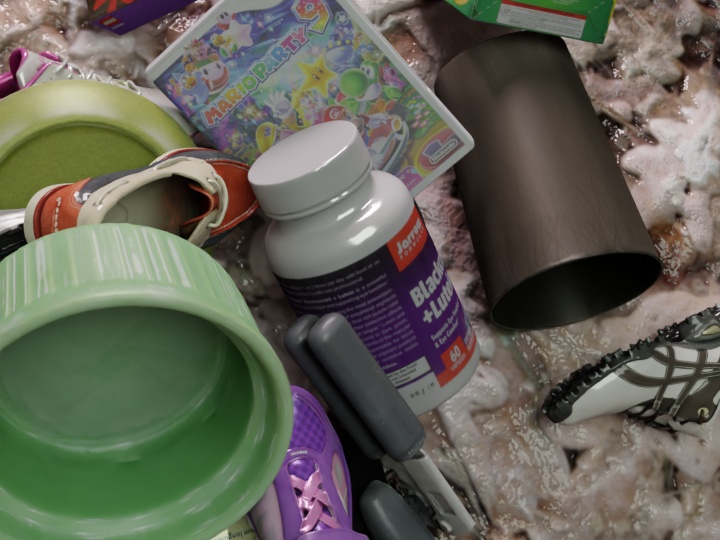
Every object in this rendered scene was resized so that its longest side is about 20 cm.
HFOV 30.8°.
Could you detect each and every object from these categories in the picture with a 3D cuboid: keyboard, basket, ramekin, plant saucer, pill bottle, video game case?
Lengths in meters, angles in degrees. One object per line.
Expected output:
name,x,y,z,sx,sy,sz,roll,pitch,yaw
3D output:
keyboard,0.009,0.212,0.936,0.104,0.040,0.200,4,66,-59
basket,0.138,-0.073,1.023,0.136,0.180,0.200,-21,70,14
ramekin,-0.145,0.070,0.764,0.200,0.200,0.098,2,33,-20
plant saucer,-0.192,-0.030,0.903,0.200,0.031,0.201,-4,103,-20
pill bottle,0.000,0.000,0.925,0.111,0.111,0.200,-40,119,-25
video game case,-0.034,-0.117,0.942,0.143,0.018,0.200,-39,110,14

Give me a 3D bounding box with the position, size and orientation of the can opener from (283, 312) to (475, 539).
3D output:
can opener,0.009,0.121,0.889,0.067,0.053,0.200,-50,117,-31

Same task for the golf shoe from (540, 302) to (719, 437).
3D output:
golf shoe,0.241,0.097,1.047,0.200,0.078,0.095,-20,83,-23

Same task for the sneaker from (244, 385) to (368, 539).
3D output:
sneaker,-0.030,0.166,0.816,0.080,0.088,0.201,-3,75,-20

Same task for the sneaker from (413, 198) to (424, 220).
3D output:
sneaker,-0.041,-0.079,1.007,0.115,0.075,0.200,-34,107,3

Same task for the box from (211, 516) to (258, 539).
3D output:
box,-0.093,0.233,0.874,0.176,0.097,0.200,-13,79,-23

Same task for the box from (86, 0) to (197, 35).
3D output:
box,-0.122,-0.273,0.962,0.039,0.200,0.137,15,61,-59

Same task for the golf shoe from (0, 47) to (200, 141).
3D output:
golf shoe,-0.201,-0.117,0.931,0.200,0.075,0.092,-16,116,-24

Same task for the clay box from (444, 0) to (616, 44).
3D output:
clay box,0.113,-0.237,1.059,0.115,0.200,0.048,7,111,-18

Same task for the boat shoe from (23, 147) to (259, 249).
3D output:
boat shoe,-0.124,-0.042,0.854,0.200,0.062,0.071,-16,102,-53

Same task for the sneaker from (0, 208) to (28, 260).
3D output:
sneaker,-0.255,-0.013,0.828,0.200,0.074,0.079,-10,37,-35
